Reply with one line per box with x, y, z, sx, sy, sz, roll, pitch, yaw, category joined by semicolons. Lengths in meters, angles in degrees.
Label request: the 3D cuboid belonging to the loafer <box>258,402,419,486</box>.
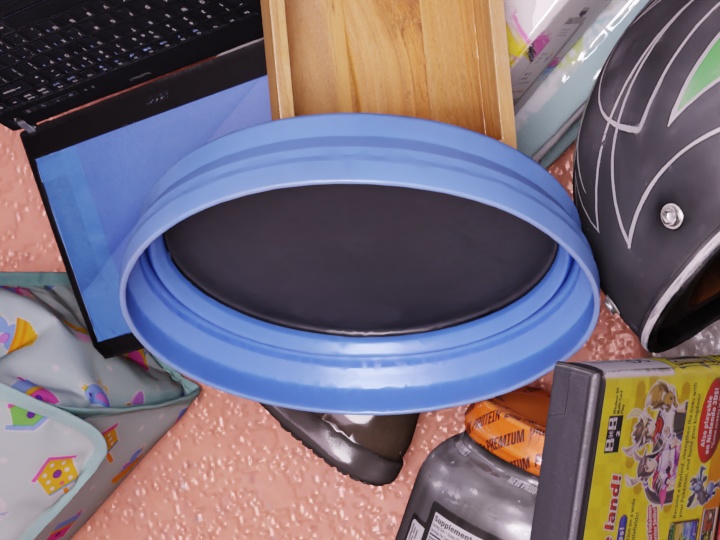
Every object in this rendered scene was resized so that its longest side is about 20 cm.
-0.045;0.023;1.064;0.200;0.073;0.071;38;96;9;loafer

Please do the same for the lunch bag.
-0.197;0.092;1.049;0.122;0.200;0.170;46;106;12;lunch bag

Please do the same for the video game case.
0.135;0.137;0.941;0.025;0.180;0.201;14;99;42;video game case

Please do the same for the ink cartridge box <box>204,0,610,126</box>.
0.035;-0.126;0.954;0.116;0.067;0.200;44;106;14;ink cartridge box

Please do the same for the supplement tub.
0.068;0.162;0.996;0.122;0.122;0.201;22;100;18;supplement tub

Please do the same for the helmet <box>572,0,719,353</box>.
0.189;-0.050;0.901;0.190;0.200;0.201;16;99;11;helmet

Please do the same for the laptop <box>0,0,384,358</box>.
-0.115;-0.058;0.937;0.177;0.200;0.104;-16;59;33;laptop

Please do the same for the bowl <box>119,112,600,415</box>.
0.000;0.000;0.890;0.200;0.201;0.040;-11;58;21;bowl

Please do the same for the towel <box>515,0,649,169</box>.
0.056;-0.138;1.008;0.171;0.048;0.200;47;107;13;towel

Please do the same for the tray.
0.005;-0.143;0.888;0.098;0.037;0.201;-5;90;-10;tray
